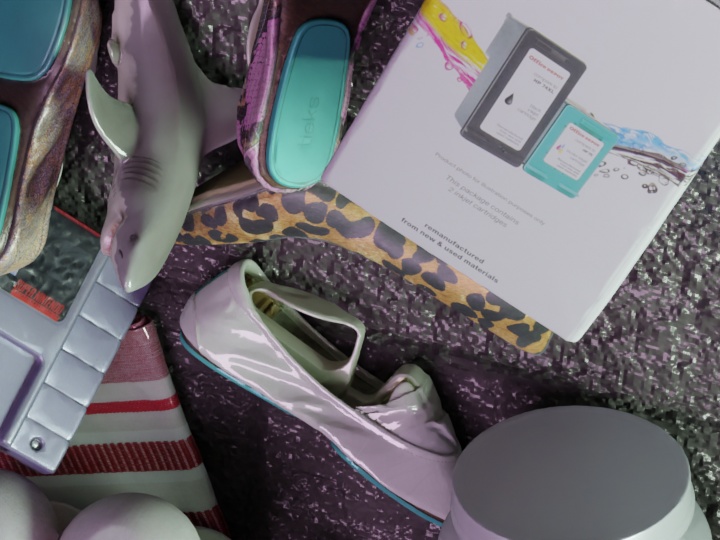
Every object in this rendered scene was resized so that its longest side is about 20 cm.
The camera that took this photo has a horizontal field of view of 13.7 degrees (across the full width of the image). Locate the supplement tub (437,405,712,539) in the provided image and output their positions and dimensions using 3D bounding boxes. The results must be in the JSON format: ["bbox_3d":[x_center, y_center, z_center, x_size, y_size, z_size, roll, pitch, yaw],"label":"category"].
[{"bbox_3d":[0.115,0.187,1.577,0.145,0.145,0.200,8,125,19],"label":"supplement tub"}]

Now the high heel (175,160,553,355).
[{"bbox_3d":[0.000,0.000,1.544,0.200,0.071,0.143,-15,109,22],"label":"high heel"}]

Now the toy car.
[{"bbox_3d":[-0.158,0.198,1.649,0.200,0.150,0.175,9,168,14],"label":"toy car"}]

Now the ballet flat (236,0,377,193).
[{"bbox_3d":[-0.025,-0.137,1.463,0.071,0.069,0.200,41,121,48],"label":"ballet flat"}]

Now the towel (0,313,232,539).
[{"bbox_3d":[-0.155,0.112,1.728,0.144,0.023,0.200,-3,122,24],"label":"towel"}]

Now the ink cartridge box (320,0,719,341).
[{"bbox_3d":[0.105,-0.106,1.379,0.146,0.147,0.200,33,129,1],"label":"ink cartridge box"}]

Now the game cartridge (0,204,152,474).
[{"bbox_3d":[-0.217,0.006,1.585,0.200,0.130,0.038,33,168,-25],"label":"game cartridge"}]

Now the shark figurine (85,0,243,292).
[{"bbox_3d":[-0.091,-0.105,1.524,0.089,0.128,0.215,-1,101,9],"label":"shark figurine"}]

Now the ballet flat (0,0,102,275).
[{"bbox_3d":[-0.172,-0.092,1.554,0.068,0.067,0.200,20,94,27],"label":"ballet flat"}]

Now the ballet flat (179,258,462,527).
[{"bbox_3d":[-0.004,0.064,1.605,0.200,0.069,0.069,35,129,0],"label":"ballet flat"}]
